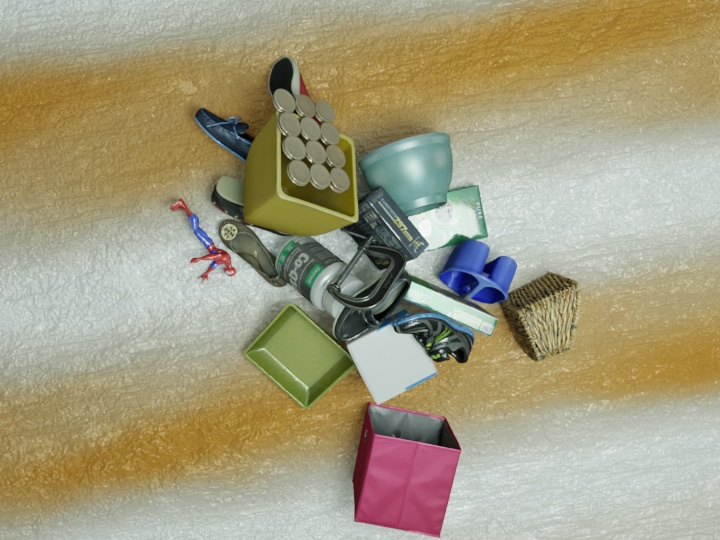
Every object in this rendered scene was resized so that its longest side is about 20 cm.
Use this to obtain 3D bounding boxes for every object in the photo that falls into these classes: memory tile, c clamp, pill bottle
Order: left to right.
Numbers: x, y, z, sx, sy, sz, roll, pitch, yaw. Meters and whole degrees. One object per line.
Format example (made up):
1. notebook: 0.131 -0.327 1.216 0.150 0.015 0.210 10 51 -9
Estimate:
1. memory tile: -0.095 -0.250 1.223 0.152 0.017 0.202 1 70 -43
2. pill bottle: -0.083 0.015 1.337 0.200 0.113 0.114 36 96 37
3. c clamp: 0.000 0.000 1.249 0.169 0.201 0.027 12 138 20

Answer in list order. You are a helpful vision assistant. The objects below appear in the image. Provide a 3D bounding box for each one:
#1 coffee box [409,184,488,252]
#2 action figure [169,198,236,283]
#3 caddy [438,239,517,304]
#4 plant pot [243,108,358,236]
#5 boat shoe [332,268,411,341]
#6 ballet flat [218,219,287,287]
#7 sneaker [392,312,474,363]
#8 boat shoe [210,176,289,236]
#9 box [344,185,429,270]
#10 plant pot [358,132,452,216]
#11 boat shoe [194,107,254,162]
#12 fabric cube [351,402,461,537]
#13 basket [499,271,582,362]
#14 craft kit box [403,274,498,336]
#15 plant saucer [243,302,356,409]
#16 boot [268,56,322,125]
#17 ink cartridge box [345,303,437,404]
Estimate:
1. coffee box: 0.179 -0.112 1.415 0.198 0.044 0.124 -14 95 0
2. action figure: -0.362 -0.050 1.392 0.099 0.065 0.200 -43 96 -5
3. caddy: 0.250 0.016 1.364 0.140 0.200 0.106 29 78 -3
4. plant pot: -0.144 -0.174 1.296 0.194 0.199 0.196 15 62 -38
5. boat shoe: 0.027 0.075 1.251 0.199 0.066 0.075 -40 118 0
6. ballet flat: -0.238 -0.036 1.407 0.067 0.046 0.200 -43 97 4
7. sneaker: 0.149 0.135 1.240 0.198 0.071 0.084 22 67 -32
8. boat shoe: -0.234 -0.133 1.391 0.200 0.063 0.074 29 52 -17
9. box: 0.043 -0.083 1.334 0.051 0.200 0.158 -42 98 -19
10. plant pot: 0.108 -0.187 1.314 0.198 0.200 0.136 -16 86 0
11. boat shoe: -0.261 -0.294 1.364 0.199 0.084 0.069 33 114 -19
12. fabric cube: 0.093 0.436 1.402 0.198 0.196 0.202 12 98 -4
13. basket: 0.409 0.105 1.372 0.148 0.200 0.144 -26 96 0
14. craft kit box: 0.179 0.068 1.361 0.198 0.198 0.049 24 92 -5
15. plant saucer: -0.130 0.185 1.408 0.199 0.048 0.200 42 120 -5
16. boot: -0.125 -0.356 1.367 0.072 0.144 0.202 -26 61 22
17. ink cartridge box: 0.059 0.166 1.366 0.146 0.200 0.146 -27 99 1
